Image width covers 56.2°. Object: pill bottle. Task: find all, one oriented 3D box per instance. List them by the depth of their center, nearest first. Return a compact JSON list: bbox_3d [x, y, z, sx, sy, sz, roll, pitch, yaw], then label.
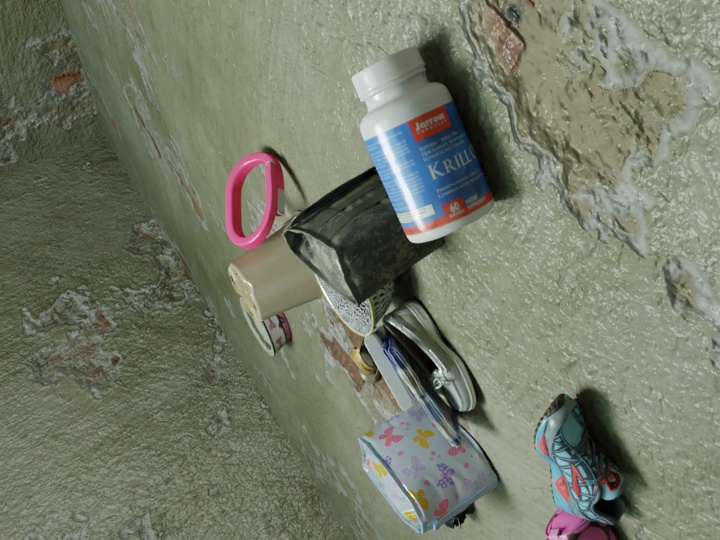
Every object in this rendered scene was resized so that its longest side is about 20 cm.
[{"bbox_3d":[0.066,-0.143,0.770,0.201,0.112,0.112,64,159,-10],"label":"pill bottle"}]

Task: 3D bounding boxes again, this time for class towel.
[{"bbox_3d":[0.104,0.189,1.118,0.201,0.024,0.147,54,-173,-3],"label":"towel"}]

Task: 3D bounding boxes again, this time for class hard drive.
[{"bbox_3d":[0.056,0.165,1.190,0.133,0.027,0.200,60,-175,3],"label":"hard drive"}]

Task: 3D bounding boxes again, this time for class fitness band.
[{"bbox_3d":[-0.215,-0.143,1.352,0.143,0.037,0.202,-19,64,34],"label":"fitness band"}]

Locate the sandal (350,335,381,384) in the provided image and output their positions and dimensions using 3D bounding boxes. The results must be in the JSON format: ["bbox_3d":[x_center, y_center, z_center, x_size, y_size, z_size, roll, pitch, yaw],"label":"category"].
[{"bbox_3d":[0.007,0.184,1.399,0.080,0.054,0.201,49,156,29],"label":"sandal"}]

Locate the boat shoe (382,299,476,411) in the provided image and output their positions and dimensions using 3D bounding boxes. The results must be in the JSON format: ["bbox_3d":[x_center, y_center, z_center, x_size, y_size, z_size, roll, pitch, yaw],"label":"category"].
[{"bbox_3d":[0.112,0.144,1.089,0.203,0.064,0.074,58,159,10],"label":"boat shoe"}]

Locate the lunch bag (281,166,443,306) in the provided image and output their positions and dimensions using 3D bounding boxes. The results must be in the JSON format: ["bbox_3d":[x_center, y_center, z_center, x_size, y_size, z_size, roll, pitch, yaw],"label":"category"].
[{"bbox_3d":[-0.008,-0.064,0.970,0.200,0.164,0.118,30,149,53],"label":"lunch bag"}]

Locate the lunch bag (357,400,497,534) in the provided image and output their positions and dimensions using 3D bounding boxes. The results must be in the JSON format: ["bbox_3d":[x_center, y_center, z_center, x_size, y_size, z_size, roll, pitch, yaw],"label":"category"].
[{"bbox_3d":[0.117,0.351,1.192,0.200,0.169,0.128,40,150,42],"label":"lunch bag"}]

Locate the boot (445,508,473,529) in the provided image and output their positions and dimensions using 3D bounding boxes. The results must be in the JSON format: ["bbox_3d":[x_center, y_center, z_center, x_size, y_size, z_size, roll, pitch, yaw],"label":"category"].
[{"bbox_3d":[0.142,0.411,1.356,0.198,0.073,0.163,36,151,48],"label":"boot"}]

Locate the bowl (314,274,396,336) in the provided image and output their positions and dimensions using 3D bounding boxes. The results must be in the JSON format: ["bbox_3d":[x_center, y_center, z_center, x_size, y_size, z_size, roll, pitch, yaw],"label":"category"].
[{"bbox_3d":[0.000,0.000,1.129,0.201,0.094,0.201,49,157,30],"label":"bowl"}]

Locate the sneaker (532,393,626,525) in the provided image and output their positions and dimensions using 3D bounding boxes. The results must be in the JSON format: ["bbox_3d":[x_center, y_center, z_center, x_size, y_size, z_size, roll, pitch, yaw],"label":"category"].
[{"bbox_3d":[0.280,0.232,0.822,0.095,0.079,0.201,17,141,49],"label":"sneaker"}]

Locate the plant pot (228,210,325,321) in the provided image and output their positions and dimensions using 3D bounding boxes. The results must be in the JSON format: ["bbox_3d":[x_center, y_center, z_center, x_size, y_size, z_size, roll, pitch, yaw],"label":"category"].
[{"bbox_3d":[-0.164,0.006,1.394,0.201,0.183,0.201,48,155,31],"label":"plant pot"}]

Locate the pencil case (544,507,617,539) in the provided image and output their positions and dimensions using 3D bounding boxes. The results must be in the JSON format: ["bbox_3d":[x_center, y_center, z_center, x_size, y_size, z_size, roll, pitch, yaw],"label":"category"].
[{"bbox_3d":[0.321,0.415,0.906,0.201,0.093,0.091,62,159,2],"label":"pencil case"}]

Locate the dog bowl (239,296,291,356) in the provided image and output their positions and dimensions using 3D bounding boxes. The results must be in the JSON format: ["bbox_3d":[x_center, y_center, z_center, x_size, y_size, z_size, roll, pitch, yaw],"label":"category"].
[{"bbox_3d":[-0.277,0.148,1.991,0.200,0.073,0.201,48,156,30],"label":"dog bowl"}]
